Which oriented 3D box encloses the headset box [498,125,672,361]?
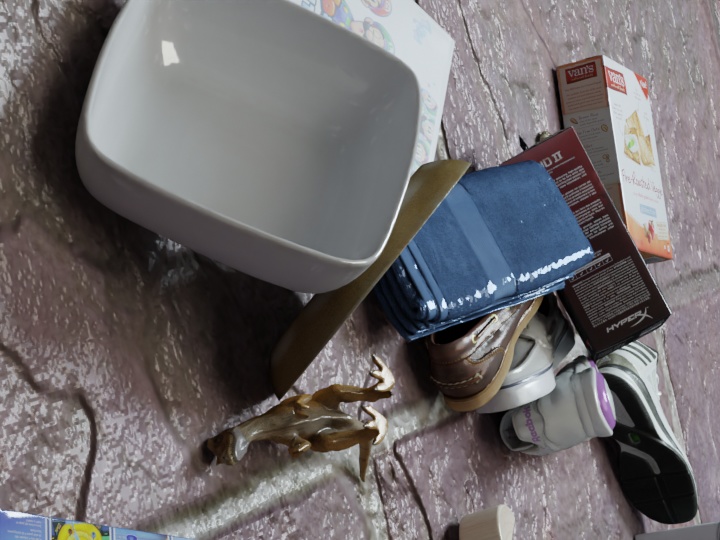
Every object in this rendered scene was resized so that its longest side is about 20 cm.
[{"bbox_3d":[0.189,-0.029,1.454,0.201,0.075,0.149,63,4,8],"label":"headset box"}]

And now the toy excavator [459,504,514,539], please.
[{"bbox_3d":[0.134,0.310,1.317,0.195,0.099,0.201,51,25,-43],"label":"toy excavator"}]

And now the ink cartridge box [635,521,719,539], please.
[{"bbox_3d":[0.393,0.292,1.665,0.146,0.199,0.086,20,60,-58],"label":"ink cartridge box"}]

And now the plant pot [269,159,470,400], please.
[{"bbox_3d":[0.000,0.000,1.102,0.027,0.200,0.200,38,35,0],"label":"plant pot"}]

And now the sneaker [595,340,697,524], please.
[{"bbox_3d":[0.292,0.149,1.665,0.201,0.075,0.116,61,34,-24],"label":"sneaker"}]

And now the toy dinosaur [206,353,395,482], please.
[{"bbox_3d":[-0.020,0.100,1.110,0.199,0.106,0.061,11,64,-53],"label":"toy dinosaur"}]

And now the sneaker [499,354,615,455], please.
[{"bbox_3d":[0.168,0.119,1.460,0.200,0.099,0.075,39,34,-82],"label":"sneaker"}]

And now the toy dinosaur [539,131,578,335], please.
[{"bbox_3d":[0.196,-0.041,1.597,0.088,0.047,0.202,13,72,-67],"label":"toy dinosaur"}]

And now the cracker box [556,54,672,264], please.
[{"bbox_3d":[0.264,-0.110,1.731,0.134,0.057,0.201,9,71,-61],"label":"cracker box"}]

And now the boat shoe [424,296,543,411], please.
[{"bbox_3d":[0.102,0.024,1.369,0.071,0.070,0.200,63,30,-29],"label":"boat shoe"}]

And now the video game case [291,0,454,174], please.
[{"bbox_3d":[-0.005,-0.153,1.251,0.182,0.024,0.201,39,45,-31],"label":"video game case"}]

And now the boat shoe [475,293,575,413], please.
[{"bbox_3d":[0.136,0.062,1.418,0.200,0.072,0.066,-37,111,-61],"label":"boat shoe"}]

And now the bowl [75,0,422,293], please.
[{"bbox_3d":[-0.071,-0.080,1.023,0.199,0.075,0.201,24,47,-9],"label":"bowl"}]

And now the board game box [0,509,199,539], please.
[{"bbox_3d":[-0.140,0.206,0.895,0.200,0.034,0.136,25,59,-56],"label":"board game box"}]

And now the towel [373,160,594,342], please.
[{"bbox_3d":[0.086,-0.020,1.312,0.199,0.049,0.112,-17,75,-38],"label":"towel"}]
